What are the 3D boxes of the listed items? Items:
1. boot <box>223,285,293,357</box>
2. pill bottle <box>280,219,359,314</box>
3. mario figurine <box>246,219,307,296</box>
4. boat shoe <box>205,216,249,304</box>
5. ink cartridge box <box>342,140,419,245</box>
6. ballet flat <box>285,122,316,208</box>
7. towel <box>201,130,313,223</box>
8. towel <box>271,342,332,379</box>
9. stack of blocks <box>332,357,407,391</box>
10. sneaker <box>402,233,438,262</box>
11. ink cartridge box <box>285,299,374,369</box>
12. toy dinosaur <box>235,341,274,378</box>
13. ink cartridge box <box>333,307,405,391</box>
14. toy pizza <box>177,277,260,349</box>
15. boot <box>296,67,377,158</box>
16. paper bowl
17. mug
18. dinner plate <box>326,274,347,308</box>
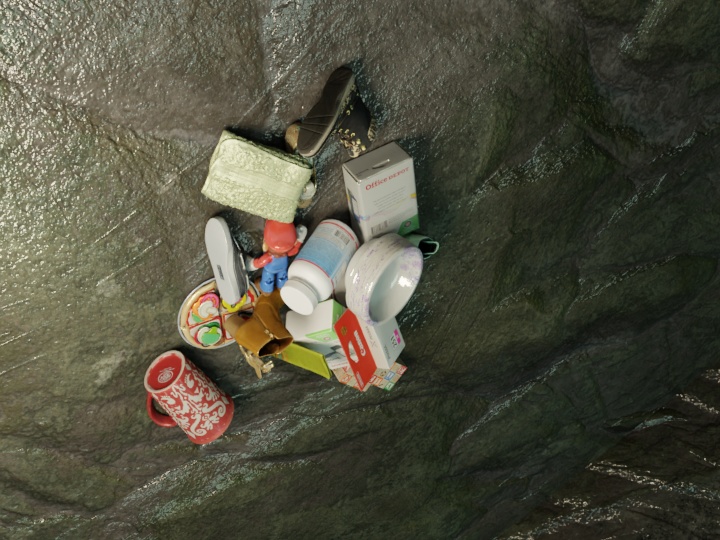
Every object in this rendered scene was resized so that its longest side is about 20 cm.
[{"bbox_3d":[-0.191,0.116,1.584,0.199,0.142,0.072,-32,138,-37],"label":"boot"},{"bbox_3d":[-0.090,-0.007,1.550,0.202,0.106,0.110,-57,148,-33],"label":"pill bottle"},{"bbox_3d":[-0.186,-0.048,1.555,0.124,0.104,0.203,-52,164,-44],"label":"mario figurine"},{"bbox_3d":[-0.271,-0.029,1.496,0.067,0.070,0.205,-36,130,-40],"label":"boat shoe"},{"bbox_3d":[0.048,-0.165,1.602,0.143,0.088,0.203,-26,137,-16],"label":"ink cartridge box"},{"bbox_3d":[-0.120,-0.202,1.468,0.069,0.065,0.204,-23,134,-19],"label":"ballet flat"},{"bbox_3d":[-0.203,-0.178,1.406,0.195,0.037,0.151,17,117,-19],"label":"towel"},{"bbox_3d":[-0.158,0.197,1.675,0.018,0.196,0.087,-54,144,-30],"label":"towel"},{"bbox_3d":[0.025,0.265,1.948,0.116,0.059,0.198,-51,136,10],"label":"stack of blocks"},{"bbox_3d":[0.150,-0.048,1.719,0.198,0.116,0.076,1,96,-55],"label":"sneaker"},{"bbox_3d":[-0.068,0.159,1.733,0.143,0.086,0.199,-17,146,30],"label":"ink cartridge box"},{"bbox_3d":[-0.251,0.204,1.672,0.057,0.199,0.104,-19,90,-18],"label":"toy dinosaur"},{"bbox_3d":[0.025,0.155,1.697,0.174,0.043,0.204,-51,129,-43],"label":"ink cartridge box"},{"bbox_3d":[-0.310,0.100,1.594,0.196,0.032,0.204,-20,133,-22],"label":"toy pizza"},{"bbox_3d":[-0.041,-0.280,1.425,0.151,0.072,0.204,48,59,-51],"label":"boot"},{"bbox_3d":[0.042,0.013,1.583,0.200,0.103,0.204,-38,146,-31],"label":"paper bowl"},{"bbox_3d":[-0.406,0.297,1.614,0.176,0.134,0.202,-37,134,-7],"label":"mug"},{"bbox_3d":[0.001,0.029,1.728,0.196,0.024,0.204,-21,133,-23],"label":"dinner plate"}]
